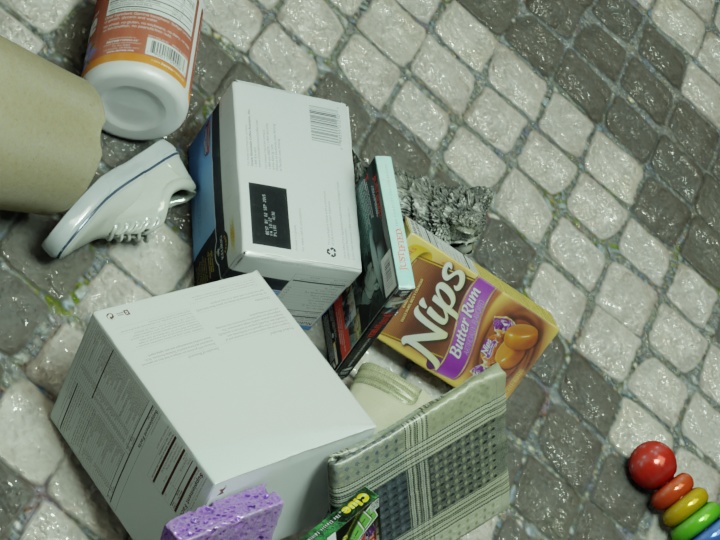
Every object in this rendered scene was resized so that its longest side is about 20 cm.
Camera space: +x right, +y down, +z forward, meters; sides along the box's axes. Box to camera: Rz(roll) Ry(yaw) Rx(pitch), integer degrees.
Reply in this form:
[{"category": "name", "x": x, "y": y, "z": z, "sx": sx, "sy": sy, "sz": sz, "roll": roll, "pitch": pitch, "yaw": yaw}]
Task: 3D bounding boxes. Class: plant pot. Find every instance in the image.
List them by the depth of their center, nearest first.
[{"category": "plant pot", "x": -0.339, "y": -0.134, "z": 1.625, "sx": 0.182, "sy": 0.200, "sz": 0.202, "roll": 16, "pitch": 54, "yaw": -42}]

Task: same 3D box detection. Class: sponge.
[{"category": "sponge", "x": -0.136, "y": 0.276, "z": 1.511, "sx": 0.111, "sy": 0.202, "sz": 0.030, "roll": -16, "pitch": 45, "yaw": -43}]

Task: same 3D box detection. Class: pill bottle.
[{"category": "pill bottle", "x": -0.219, "y": -0.242, "z": 1.823, "sx": 0.111, "sy": 0.112, "sz": 0.202, "roll": 23, "pitch": 51, "yaw": -24}]

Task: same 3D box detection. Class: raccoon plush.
[{"category": "raccoon plush", "x": 0.045, "y": -0.083, "z": 1.889, "sx": 0.199, "sy": 0.133, "sz": 0.098, "roll": 37, "pitch": 51, "yaw": -32}]

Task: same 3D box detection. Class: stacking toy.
[{"category": "stacking toy", "x": 0.370, "y": 0.274, "z": 1.984, "sx": 0.085, "sy": 0.085, "sz": 0.201, "roll": -24, "pitch": 74, "yaw": -44}]

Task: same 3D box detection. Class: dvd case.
[{"category": "dvd case", "x": 0.000, "y": 0.000, "z": 1.780, "sx": 0.022, "sy": 0.200, "sz": 0.147, "roll": 1, "pitch": 61, "yaw": -20}]

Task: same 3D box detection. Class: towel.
[{"category": "towel", "x": 0.054, "y": 0.193, "z": 1.637, "sx": 0.199, "sy": 0.194, "sz": 0.035, "roll": -27, "pitch": 44, "yaw": -24}]

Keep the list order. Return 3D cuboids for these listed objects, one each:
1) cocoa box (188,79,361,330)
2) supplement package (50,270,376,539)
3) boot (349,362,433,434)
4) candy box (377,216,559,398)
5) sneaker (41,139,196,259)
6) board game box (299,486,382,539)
[{"category": "cocoa box", "x": -0.089, "y": -0.062, "z": 1.791, "sx": 0.132, "sy": 0.131, "sz": 0.202, "roll": 9, "pitch": 58, "yaw": -24}, {"category": "supplement package", "x": -0.133, "y": 0.136, "z": 1.596, "sx": 0.190, "sy": 0.148, "sz": 0.200, "roll": -15, "pitch": 55, "yaw": -41}, {"category": "boot", "x": 0.044, "y": 0.200, "z": 1.781, "sx": 0.200, "sy": 0.072, "sz": 0.155, "roll": 44, "pitch": 43, "yaw": -7}, {"category": "candy box", "x": 0.095, "y": 0.048, "z": 1.876, "sx": 0.199, "sy": 0.117, "sz": 0.057, "roll": 32, "pitch": 13, "yaw": -15}, {"category": "sneaker", "x": -0.225, "y": -0.059, "z": 1.731, "sx": 0.071, "sy": 0.073, "sz": 0.200, "roll": 46, "pitch": 45, "yaw": 1}, {"category": "board game box", "x": -0.019, "y": 0.295, "z": 1.592, "sx": 0.104, "sy": 0.202, "sz": 0.023, "roll": -34, "pitch": 47, "yaw": -31}]
